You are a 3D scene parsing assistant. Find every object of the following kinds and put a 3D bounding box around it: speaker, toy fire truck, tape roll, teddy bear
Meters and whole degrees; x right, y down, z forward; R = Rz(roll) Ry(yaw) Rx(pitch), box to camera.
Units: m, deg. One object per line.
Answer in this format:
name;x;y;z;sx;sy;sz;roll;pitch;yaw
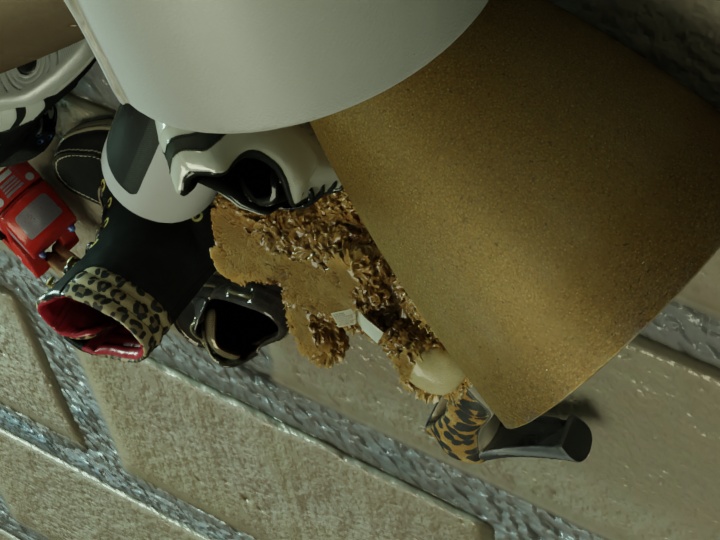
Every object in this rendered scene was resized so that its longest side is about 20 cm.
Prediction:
speaker;-0.095;-0.104;0.928;0.081;0.081;0.200;37;151;-2
toy fire truck;-0.231;-0.007;1.245;0.141;0.049;0.200;46;167;1
tape roll;-0.046;-0.177;0.692;0.201;0.203;0.140;14;145;34
teddy bear;0.000;0.000;0.973;0.199;0.067;0.146;15;128;36

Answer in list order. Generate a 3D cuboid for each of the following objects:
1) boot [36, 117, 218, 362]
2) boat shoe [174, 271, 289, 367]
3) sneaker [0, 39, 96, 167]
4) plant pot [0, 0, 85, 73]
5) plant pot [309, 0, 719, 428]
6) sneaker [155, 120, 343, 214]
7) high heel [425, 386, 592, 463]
boot;-0.169;-0.022;1.092;0.199;0.151;0.073;18;146;30
boat shoe;-0.096;0.027;1.165;0.074;0.073;0.200;43;150;-11
sneaker;-0.230;-0.130;1.099;0.199;0.112;0.074;-26;79;26
plant pot;-0.222;-0.190;0.904;0.173;0.201;0.201;-3;135;23
plant pot;0.066;-0.059;0.781;0.200;0.186;0.186;44;151;0
sneaker;-0.035;-0.060;0.846;0.199;0.081;0.073;10;150;-44
high heel;0.051;0.063;1.068;0.142;0.072;0.200;-2;136;49
